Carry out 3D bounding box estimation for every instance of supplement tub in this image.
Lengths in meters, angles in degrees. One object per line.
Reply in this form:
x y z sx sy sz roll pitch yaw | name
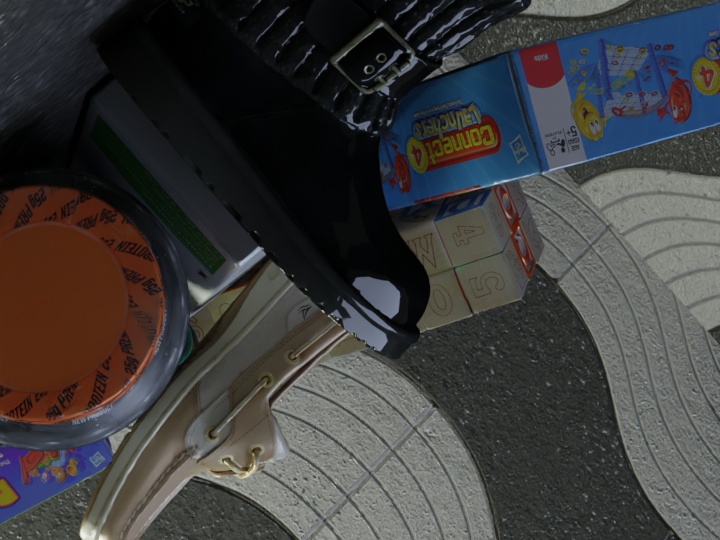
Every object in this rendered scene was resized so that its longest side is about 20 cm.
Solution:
-0.140 0.020 0.847 0.123 0.123 0.200 -42 -179 -9 | supplement tub

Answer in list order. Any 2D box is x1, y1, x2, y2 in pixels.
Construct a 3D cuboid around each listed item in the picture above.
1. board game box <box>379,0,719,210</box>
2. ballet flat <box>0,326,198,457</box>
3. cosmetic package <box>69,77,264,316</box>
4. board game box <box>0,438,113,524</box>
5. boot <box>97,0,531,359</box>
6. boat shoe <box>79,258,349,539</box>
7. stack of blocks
0.106 -0.083 0.928 0.200 0.056 0.196 -17 -177 -28 | board game box
-0.182 0.066 0.991 0.200 0.068 0.068 -7 156 -19 | ballet flat
-0.080 -0.050 0.943 0.085 0.108 0.200 -42 -179 -16 | cosmetic package
-0.249 0.115 1.096 0.200 0.045 0.134 -28 -157 -3 | board game box
0.010 -0.071 0.783 0.158 0.211 0.079 -40 -142 0 | boot
-0.063 0.072 0.961 0.200 0.069 0.074 -52 176 -4 | boat shoe
0.000 0.000 1.073 0.200 0.059 0.115 -18 -164 20 | stack of blocks
